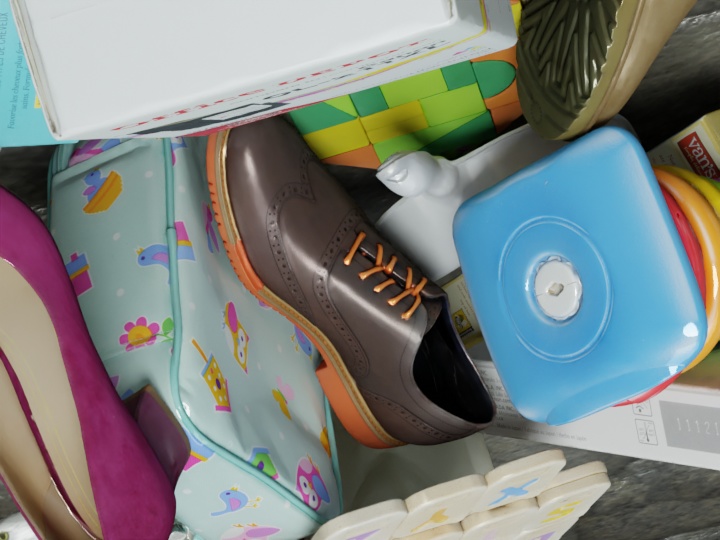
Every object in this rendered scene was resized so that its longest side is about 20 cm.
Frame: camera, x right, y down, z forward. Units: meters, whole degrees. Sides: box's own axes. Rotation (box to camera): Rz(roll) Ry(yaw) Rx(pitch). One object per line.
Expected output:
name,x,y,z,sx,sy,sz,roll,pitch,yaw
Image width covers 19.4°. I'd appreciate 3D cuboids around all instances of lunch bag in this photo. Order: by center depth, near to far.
lunch bag,-0.075,0.033,0.969,0.077,0.201,0.160,-21,143,19

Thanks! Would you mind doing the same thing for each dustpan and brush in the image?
dustpan and brush,0.049,-0.037,0.983,0.139,0.057,0.200,-32,179,18

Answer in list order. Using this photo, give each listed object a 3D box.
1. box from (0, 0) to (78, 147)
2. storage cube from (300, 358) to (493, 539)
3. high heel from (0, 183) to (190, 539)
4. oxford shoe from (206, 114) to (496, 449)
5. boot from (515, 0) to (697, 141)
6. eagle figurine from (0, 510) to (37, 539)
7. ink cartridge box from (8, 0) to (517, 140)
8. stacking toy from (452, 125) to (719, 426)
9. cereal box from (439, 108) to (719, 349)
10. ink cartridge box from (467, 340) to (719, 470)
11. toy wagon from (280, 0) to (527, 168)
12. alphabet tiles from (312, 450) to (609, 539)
box,-0.204,-0.090,0.806,0.198,0.049,0.083,-5,132,-23
storage cube,-0.043,0.127,1.201,0.170,0.201,0.179,2,152,-44
high heel,-0.140,0.034,0.803,0.067,0.096,0.200,-37,107,26
oxford shoe,0.000,0.000,0.951,0.072,0.071,0.201,-3,134,39
boot,0.180,-0.126,0.891,0.198,0.066,0.176,1,130,-27
eagle figurine,-0.136,0.095,1.049,0.150,0.201,0.151,-24,-177,-41
ink cartridge box,-0.030,-0.104,0.765,0.145,0.084,0.200,-15,-178,11
stacking toy,0.148,-0.006,0.950,0.199,0.111,0.116,-12,169,-46
cereal box,0.140,-0.028,1.094,0.199,0.040,0.144,-33,173,36
ink cartridge box,0.172,0.038,1.016,0.175,0.045,0.199,-24,-162,-37
toy wagon,0.028,-0.091,0.968,0.154,0.040,0.200,-16,155,6
alphabet tiles,0.019,0.137,0.991,0.198,0.015,0.196,-15,160,-21
